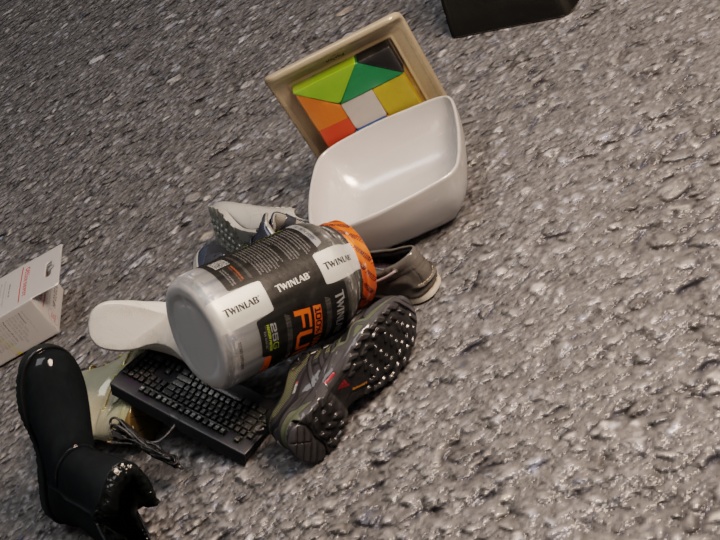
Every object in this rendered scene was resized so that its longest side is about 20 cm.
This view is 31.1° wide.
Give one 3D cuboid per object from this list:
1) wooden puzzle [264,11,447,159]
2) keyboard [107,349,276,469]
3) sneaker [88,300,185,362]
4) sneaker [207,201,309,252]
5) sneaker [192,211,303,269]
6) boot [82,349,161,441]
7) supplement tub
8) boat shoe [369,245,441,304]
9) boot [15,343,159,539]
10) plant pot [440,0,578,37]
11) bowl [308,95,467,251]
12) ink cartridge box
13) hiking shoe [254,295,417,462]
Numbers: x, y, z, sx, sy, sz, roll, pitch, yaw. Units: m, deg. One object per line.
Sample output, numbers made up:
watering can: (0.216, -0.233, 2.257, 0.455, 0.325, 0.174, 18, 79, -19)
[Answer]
wooden puzzle: (0.006, -0.203, 1.574, 0.183, 0.200, 0.038, -24, 46, 14)
keyboard: (-0.189, 0.152, 1.360, 0.198, 0.021, 0.127, 21, 57, 31)
sneaker: (-0.191, 0.065, 1.411, 0.197, 0.076, 0.088, 12, 5, 7)
sneaker: (-0.121, -0.049, 1.606, 0.080, 0.077, 0.199, -32, 32, -24)
sneaker: (-0.121, -0.015, 1.484, 0.147, 0.076, 0.203, -62, 34, 18)
boot: (-0.284, 0.119, 1.500, 0.153, 0.072, 0.201, -9, 42, 27)
supplement tub: (-0.088, 0.028, 1.318, 0.199, 0.124, 0.122, -26, 25, -30)
boat shoe: (0.000, 0.000, 1.423, 0.198, 0.057, 0.067, -2, 42, 41)
boot: (-0.273, 0.181, 1.308, 0.076, 0.203, 0.167, -13, 13, -39)
plant pot: (0.205, -0.463, 1.771, 0.198, 0.178, 0.200, -2, 42, 39)
bowl: (0.040, -0.099, 1.510, 0.198, 0.075, 0.201, -22, 32, 16)
ink cartridge box: (-0.474, 0.060, 1.767, 0.198, 0.068, 0.116, -29, 31, 8)
hiking shoe: (-0.027, 0.094, 1.298, 0.100, 0.076, 0.200, 17, 57, 48)
